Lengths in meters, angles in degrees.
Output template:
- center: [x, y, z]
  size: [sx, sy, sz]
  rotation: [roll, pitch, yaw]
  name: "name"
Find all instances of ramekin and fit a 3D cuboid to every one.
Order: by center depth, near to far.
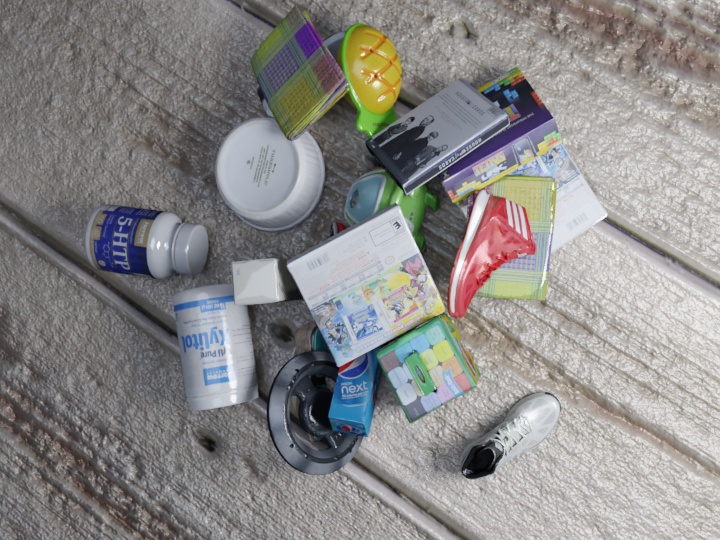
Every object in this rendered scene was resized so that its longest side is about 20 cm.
- center: [-0.166, -0.175, 1.319]
  size: [0.197, 0.094, 0.209]
  rotation: [0, 88, 13]
  name: "ramekin"

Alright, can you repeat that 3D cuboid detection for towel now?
- center: [0.239, -0.058, 1.204]
  size: [0.140, 0.023, 0.206]
  rotation: [4, 91, 13]
  name: "towel"
- center: [-0.108, -0.330, 1.256]
  size: [0.143, 0.023, 0.203]
  rotation: [-41, 61, 21]
  name: "towel"

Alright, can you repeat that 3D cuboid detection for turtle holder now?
- center: [0.047, -0.120, 1.246]
  size: [0.129, 0.140, 0.190]
  rotation: [17, 114, 26]
  name: "turtle holder"

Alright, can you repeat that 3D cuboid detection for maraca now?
- center: [0.019, -0.316, 1.271]
  size: [0.105, 0.135, 0.206]
  rotation: [-8, 94, 45]
  name: "maraca"

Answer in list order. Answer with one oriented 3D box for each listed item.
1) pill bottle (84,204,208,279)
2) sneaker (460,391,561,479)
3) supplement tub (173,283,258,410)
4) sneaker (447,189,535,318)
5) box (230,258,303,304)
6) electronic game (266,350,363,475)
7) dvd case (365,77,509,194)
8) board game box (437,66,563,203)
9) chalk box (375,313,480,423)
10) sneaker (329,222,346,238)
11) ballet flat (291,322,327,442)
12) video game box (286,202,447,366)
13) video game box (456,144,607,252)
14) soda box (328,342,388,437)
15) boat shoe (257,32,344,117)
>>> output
- center: [-0.382, -0.049, 1.350]
  size: [0.194, 0.120, 0.123]
  rotation: [7, 90, 12]
  name: "pill bottle"
- center: [0.244, 0.276, 1.204]
  size: [0.199, 0.115, 0.076]
  rotation: [-40, 81, 8]
  name: "sneaker"
- center: [-0.252, 0.132, 1.310]
  size: [0.128, 0.132, 0.206]
  rotation: [-11, 86, 11]
  name: "supplement tub"
- center: [0.207, -0.014, 1.161]
  size: [0.113, 0.078, 0.205]
  rotation: [16, 94, 14]
  name: "sneaker"
- center: [-0.146, 0.019, 1.254]
  size: [0.080, 0.200, 0.070]
  rotation: [-5, 89, 11]
  name: "box"
- center: [-0.070, 0.237, 1.253]
  size: [0.041, 0.196, 0.206]
  rotation: [-17, 84, 52]
  name: "electronic game"
- center: [0.119, -0.220, 1.199]
  size: [0.198, 0.025, 0.151]
  rotation: [-33, 44, -2]
  name: "dvd case"
- center: [0.203, -0.223, 1.214]
  size: [0.197, 0.057, 0.167]
  rotation: [-29, 42, 10]
  name: "board game box"
- center: [0.109, 0.153, 1.194]
  size: [0.122, 0.200, 0.127]
  rotation: [-30, 84, 8]
  name: "chalk box"
- center: [0.000, 0.000, 1.279]
  size: [0.083, 0.078, 0.203]
  rotation: [-13, 57, -18]
  name: "sneaker"
- center: [-0.092, 0.195, 1.315]
  size: [0.066, 0.068, 0.206]
  rotation: [-2, 82, 31]
  name: "ballet flat"
- center: [0.011, 0.023, 1.168]
  size: [0.196, 0.047, 0.185]
  rotation: [-26, 101, 2]
  name: "video game box"
- center: [0.273, -0.111, 1.238]
  size: [0.198, 0.047, 0.185]
  rotation: [-33, 84, 10]
  name: "video game box"
- center: [0.002, 0.164, 1.242]
  size: [0.062, 0.068, 0.204]
  rotation: [7, 61, 11]
  name: "soda box"
- center: [-0.102, -0.360, 1.324]
  size: [0.198, 0.073, 0.069]
  rotation: [-39, 64, 20]
  name: "boat shoe"
